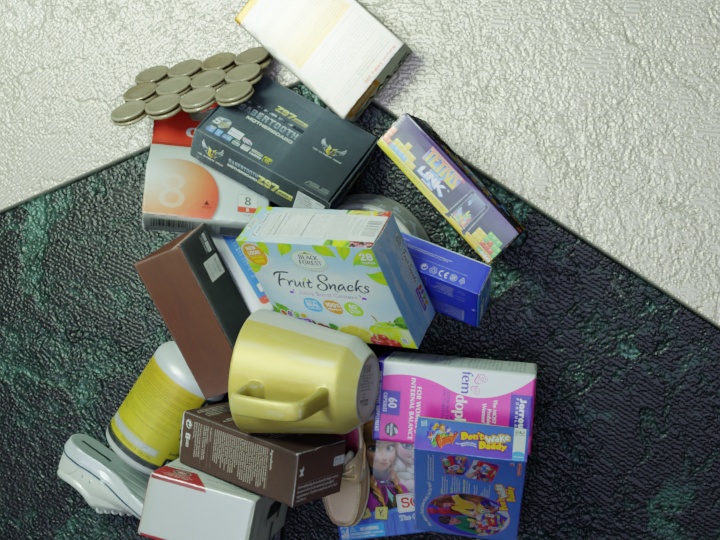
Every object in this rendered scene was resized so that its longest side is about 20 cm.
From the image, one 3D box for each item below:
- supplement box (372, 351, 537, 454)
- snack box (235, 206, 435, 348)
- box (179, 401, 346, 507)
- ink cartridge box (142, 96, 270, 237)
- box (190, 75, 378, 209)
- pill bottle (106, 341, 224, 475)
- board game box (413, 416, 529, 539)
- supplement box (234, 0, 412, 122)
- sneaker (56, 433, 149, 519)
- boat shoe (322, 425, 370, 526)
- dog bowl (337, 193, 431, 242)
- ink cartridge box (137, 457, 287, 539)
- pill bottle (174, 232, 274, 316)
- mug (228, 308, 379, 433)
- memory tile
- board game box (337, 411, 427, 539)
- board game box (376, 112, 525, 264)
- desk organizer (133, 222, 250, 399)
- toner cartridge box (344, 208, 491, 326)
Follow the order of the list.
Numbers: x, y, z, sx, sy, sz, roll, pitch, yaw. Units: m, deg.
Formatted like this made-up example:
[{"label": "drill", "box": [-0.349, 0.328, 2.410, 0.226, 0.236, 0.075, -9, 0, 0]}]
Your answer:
[{"label": "supplement box", "box": [0.120, 0.164, 1.430, 0.197, 0.103, 0.103, 4, 93, 8]}, {"label": "snack box", "box": [-0.029, 0.007, 1.373, 0.198, 0.068, 0.170, 4, 136, 32]}, {"label": "box", "box": [-0.126, 0.230, 1.449, 0.198, 0.100, 0.076, 12, 99, 36]}, {"label": "ink cartridge box", "box": [-0.194, -0.143, 1.474, 0.160, 0.050, 0.203, 5, 66, -9]}, {"label": "box", "box": [-0.095, -0.160, 1.465, 0.198, 0.158, 0.051, 30, 135, 6]}, {"label": "pill bottle", "box": [-0.249, 0.169, 1.540, 0.111, 0.112, 0.201, 36, 100, 7]}, {"label": "board game box", "box": [0.133, 0.259, 1.395, 0.132, 0.201, 0.045, 6, 50, 8]}, {"label": "supplement box", "box": [-0.048, -0.307, 1.487, 0.200, 0.073, 0.126, 43, 100, 6]}, {"label": "sneaker", "box": [-0.340, 0.310, 1.596, 0.199, 0.073, 0.071, 34, 109, 17]}, {"label": "boat shoe", "box": [-0.028, 0.238, 1.478, 0.073, 0.069, 0.203, -1, 93, 13]}, {"label": "dog bowl", "box": [0.000, 0.000, 1.506, 0.197, 0.059, 0.203, 1, 94, 11]}, {"label": "ink cartridge box", "box": [-0.183, 0.302, 1.492, 0.142, 0.200, 0.085, 13, 93, 10]}, {"label": "pill bottle", "box": [-0.179, -0.019, 1.514, 0.111, 0.112, 0.202, -32, 86, 12]}, {"label": "mug", "box": [-0.066, 0.143, 1.364, 0.151, 0.188, 0.151, 7, 135, 19]}, {"label": "memory tile", "box": [-0.220, -0.242, 1.495, 0.197, 0.154, 0.017, -8, 125, 15]}, {"label": "board game box", "box": [0.054, 0.248, 1.519, 0.197, 0.041, 0.203, -10, 91, 11]}, {"label": "board game box", "box": [0.117, -0.103, 1.420, 0.057, 0.165, 0.200, -43, 86, 10]}, {"label": "desk organizer", "box": [-0.195, 0.054, 1.425, 0.076, 0.072, 0.202, -18, 106, 26]}, {"label": "toner cartridge box", "box": [0.063, -0.002, 1.404, 0.198, 0.095, 0.044, 22, 68, 14]}]
